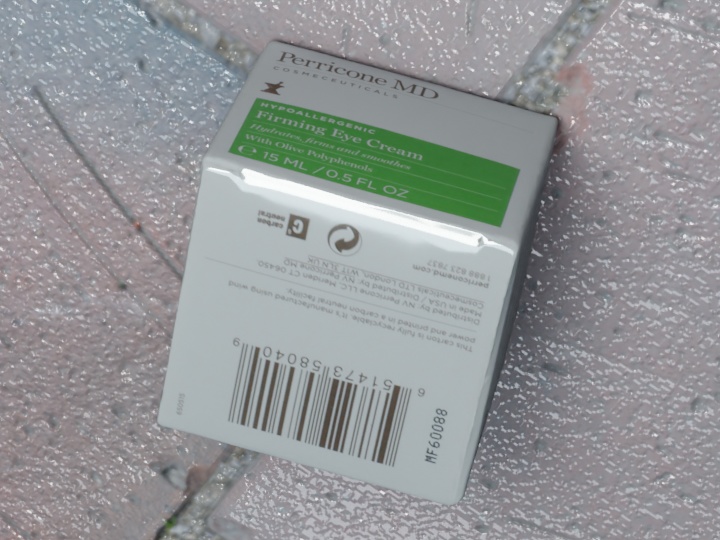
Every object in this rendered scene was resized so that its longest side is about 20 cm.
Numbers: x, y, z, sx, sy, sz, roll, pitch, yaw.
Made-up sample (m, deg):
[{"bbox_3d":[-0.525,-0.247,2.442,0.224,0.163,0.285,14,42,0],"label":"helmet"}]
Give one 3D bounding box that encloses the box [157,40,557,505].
[{"bbox_3d":[0.000,0.000,1.832,0.199,0.171,0.200,15,121,4],"label":"box"}]
